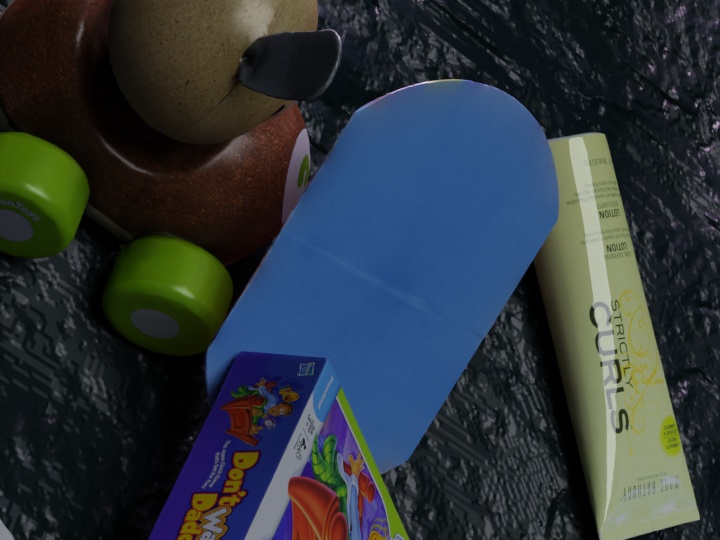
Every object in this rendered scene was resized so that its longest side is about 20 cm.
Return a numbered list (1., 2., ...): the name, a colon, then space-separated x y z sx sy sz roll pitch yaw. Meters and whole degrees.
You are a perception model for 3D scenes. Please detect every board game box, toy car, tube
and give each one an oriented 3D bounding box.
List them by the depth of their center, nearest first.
1. board game box: -0.046 0.153 1.150 0.201 0.045 0.135 -65 147 -36
2. toy car: -0.052 -0.086 1.177 0.158 0.200 0.165 35 53 -25
3. board game box: 0.000 0.000 1.234 0.158 0.039 0.201 27 96 -49
4. tube: 0.123 0.033 1.391 0.058 0.052 0.201 -12 84 -3

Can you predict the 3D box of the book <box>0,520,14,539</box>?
1. book: -0.149 0.189 1.041 0.134 0.048 0.201 66 17 -70
